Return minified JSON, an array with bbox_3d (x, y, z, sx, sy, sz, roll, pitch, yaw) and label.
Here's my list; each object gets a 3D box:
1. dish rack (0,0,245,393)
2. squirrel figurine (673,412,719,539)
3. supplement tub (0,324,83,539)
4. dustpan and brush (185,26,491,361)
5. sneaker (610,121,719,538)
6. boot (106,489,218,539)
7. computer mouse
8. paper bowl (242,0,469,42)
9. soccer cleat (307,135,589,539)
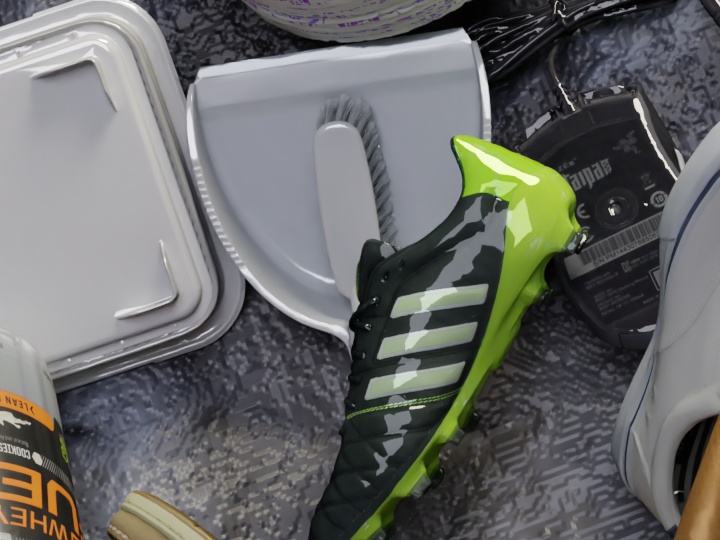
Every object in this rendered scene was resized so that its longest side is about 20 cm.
[{"bbox_3d":[-0.168,-0.021,1.248,0.200,0.044,0.172,-18,96,5],"label":"dish rack"},{"bbox_3d":[0.231,0.077,1.040,0.186,0.142,0.200,19,78,11],"label":"squirrel figurine"},{"bbox_3d":[-0.179,0.129,1.169,0.122,0.123,0.200,-19,54,4],"label":"supplement tub"},{"bbox_3d":[0.000,0.000,1.234,0.139,0.057,0.200,-8,100,6],"label":"dustpan and brush"},{"bbox_3d":[0.161,0.026,1.138,0.073,0.200,0.071,-4,34,-22],"label":"sneaker"},{"bbox_3d":[-0.079,0.208,1.175,0.155,0.072,0.200,-43,73,-4],"label":"boot"},{"bbox_3d":[0.135,-0.057,1.241,0.140,0.046,0.200,-30,58,3],"label":"computer mouse"},{"bbox_3d":[0.013,-0.198,1.259,0.200,0.104,0.201,-14,58,24],"label":"paper bowl"},{"bbox_3d":[0.022,0.035,1.190,0.081,0.068,0.200,31,91,8],"label":"soccer cleat"}]
